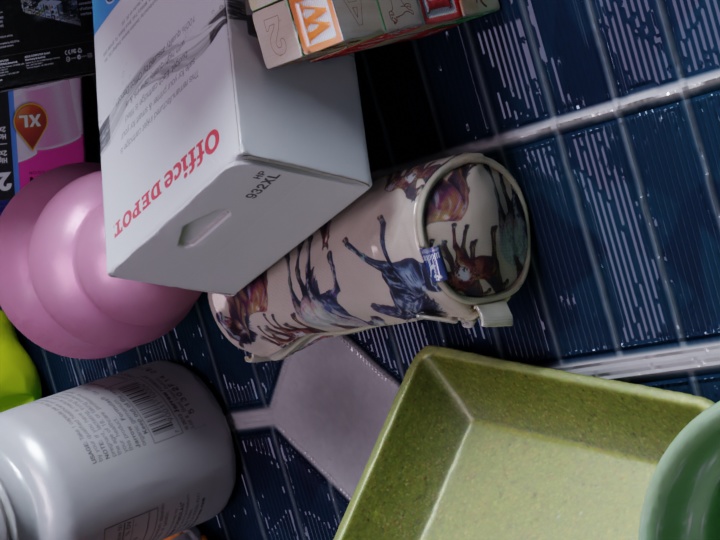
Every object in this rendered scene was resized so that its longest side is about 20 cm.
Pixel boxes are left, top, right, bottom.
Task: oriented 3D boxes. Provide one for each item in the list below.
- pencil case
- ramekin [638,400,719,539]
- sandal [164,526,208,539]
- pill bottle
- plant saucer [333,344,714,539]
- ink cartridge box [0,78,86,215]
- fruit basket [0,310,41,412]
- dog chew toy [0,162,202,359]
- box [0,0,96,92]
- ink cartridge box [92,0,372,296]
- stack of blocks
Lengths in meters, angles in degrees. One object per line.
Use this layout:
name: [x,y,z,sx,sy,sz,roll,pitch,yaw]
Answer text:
pencil case: [0.000,0.000,0.923,0.200,0.078,0.090,-15,70,48]
ramekin: [0.226,0.130,0.713,0.200,0.098,0.200,19,117,42]
sandal: [-0.119,0.233,1.109,0.207,0.059,0.079,44,122,54]
pill bottle: [-0.189,0.136,1.083,0.114,0.200,0.114,19,116,43]
plant saucer: [0.075,0.149,0.859,0.200,0.048,0.200,9,68,45]
ink cartridge box: [-0.233,-0.102,1.123,0.037,0.095,0.200,-135,42,-60]
fruit basket: [-0.282,0.128,1.237,0.216,0.156,0.216,24,135,27]
dog chew toy: [-0.150,-0.006,1.027,0.200,0.124,0.125,0,104,65]
box: [-0.212,-0.188,0.992,0.086,0.200,0.164,3,106,47]
ink cartridge box: [-0.075,-0.107,0.910,0.145,0.084,0.200,-36,52,46]
stack of blocks: [-0.014,-0.210,0.836,0.059,0.115,0.200,-12,94,48]
